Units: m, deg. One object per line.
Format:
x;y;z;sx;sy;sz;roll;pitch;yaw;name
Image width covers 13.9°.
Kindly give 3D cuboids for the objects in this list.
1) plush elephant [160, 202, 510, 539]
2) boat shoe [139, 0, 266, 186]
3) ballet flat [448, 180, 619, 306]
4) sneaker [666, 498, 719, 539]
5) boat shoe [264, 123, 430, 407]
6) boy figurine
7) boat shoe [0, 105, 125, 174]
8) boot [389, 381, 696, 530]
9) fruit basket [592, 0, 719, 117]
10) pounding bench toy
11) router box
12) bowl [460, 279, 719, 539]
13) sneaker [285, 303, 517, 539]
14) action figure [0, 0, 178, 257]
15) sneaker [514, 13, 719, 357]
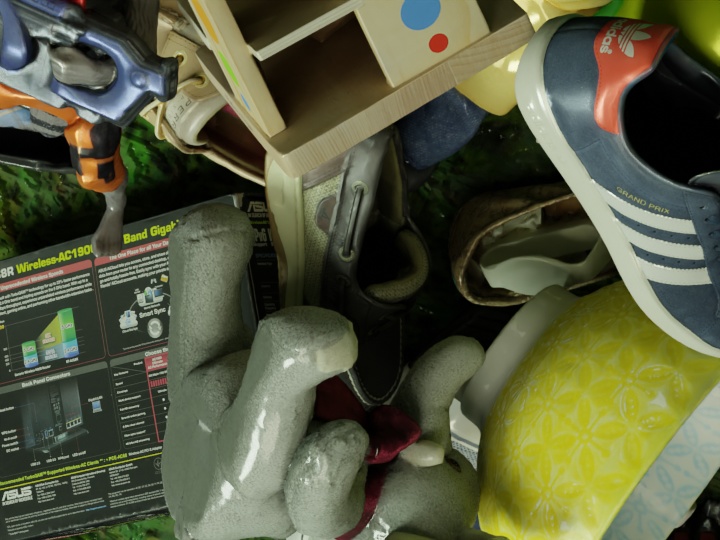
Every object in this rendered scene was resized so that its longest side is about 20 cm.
-0.004;0.084;1.369;0.155;0.165;0.200;3;103;-25;plush elephant
-0.072;-0.090;1.462;0.200;0.069;0.074;25;132;-7;boat shoe
0.133;-0.020;1.468;0.200;0.065;0.071;-18;121;28;ballet flat
0.219;0.185;1.620;0.200;0.071;0.098;13;130;3;sneaker
0.000;0.000;1.431;0.065;0.073;0.200;14;144;24;boat shoe
0.063;-0.123;1.398;0.124;0.064;0.200;47;126;-1;boy figurine
-0.219;-0.085;1.511;0.200;0.066;0.070;12;132;5;boat shoe
0.081;0.113;1.557;0.200;0.073;0.090;25;114;-33;boot
0.204;-0.125;1.310;0.216;0.156;0.216;28;150;18;fruit basket
-0.039;-0.169;1.304;0.124;0.200;0.156;-30;123;-5;pounding bench toy
-0.113;0.053;1.540;0.200;0.062;0.150;-14;82;33;router box
0.114;0.069;1.436;0.108;0.200;0.200;36;135;15;bowl
0.013;0.084;1.593;0.074;0.089;0.200;21;113;-37;sneaker
-0.164;-0.117;1.372;0.200;0.105;0.194;31;132;8;action figure
0.150;-0.032;1.282;0.084;0.075;0.200;-3;139;46;sneaker
